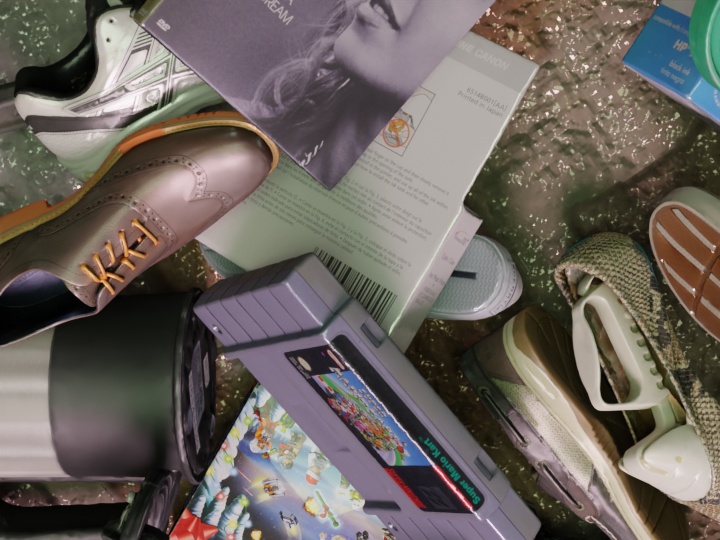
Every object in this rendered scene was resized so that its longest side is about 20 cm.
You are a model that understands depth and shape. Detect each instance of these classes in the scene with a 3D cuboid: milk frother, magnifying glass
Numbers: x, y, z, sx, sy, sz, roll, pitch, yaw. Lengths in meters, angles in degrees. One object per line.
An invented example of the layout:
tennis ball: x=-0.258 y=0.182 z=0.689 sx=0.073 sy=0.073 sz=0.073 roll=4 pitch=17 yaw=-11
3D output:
milk frother: x=-0.188 y=0.103 z=0.746 sx=0.188 sy=0.200 sz=0.181 roll=-1 pitch=94 yaw=3
magnifying glass: x=0.252 y=-0.110 z=0.694 sx=0.200 sy=0.022 sz=0.080 roll=16 pitch=109 yaw=-33

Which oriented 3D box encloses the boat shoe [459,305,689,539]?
boat shoe: x=0.134 y=0.110 z=0.807 sx=0.065 sy=0.073 sz=0.200 roll=-25 pitch=107 yaw=32

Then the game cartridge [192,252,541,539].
game cartridge: x=0.001 y=0.080 z=0.725 sx=0.038 sy=0.130 sz=0.200 roll=-46 pitch=105 yaw=-22

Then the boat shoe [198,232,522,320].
boat shoe: x=0.000 y=0.000 z=0.785 sx=0.200 sy=0.067 sz=0.074 roll=15 pitch=85 yaw=22

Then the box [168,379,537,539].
box: x=-0.006 y=0.164 z=0.833 sx=0.200 sy=0.040 sz=0.137 roll=29 pitch=102 yaw=-3

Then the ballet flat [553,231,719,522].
ballet flat: x=0.168 y=0.074 z=0.771 sx=0.075 sy=0.068 sz=0.200 roll=-21 pitch=82 yaw=-36

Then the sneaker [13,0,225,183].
sneaker: x=-0.102 y=-0.130 z=0.704 sx=0.200 sy=0.076 sz=0.088 roll=-41 pitch=124 yaw=10

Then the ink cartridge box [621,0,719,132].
ink cartridge box: x=0.253 y=-0.165 z=0.720 sx=0.116 sy=0.068 sz=0.200 roll=25 pitch=103 yaw=-34

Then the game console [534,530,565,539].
game console: x=0.097 y=0.273 z=0.788 sx=0.170 sy=0.118 sz=0.200 roll=21 pitch=113 yaw=-7

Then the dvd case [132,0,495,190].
dvd case: x=0.004 y=-0.155 z=0.651 sx=0.200 sy=0.016 sz=0.149 roll=-50 pitch=131 yaw=1

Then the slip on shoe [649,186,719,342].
slip on shoe: x=0.247 y=0.020 z=0.724 sx=0.200 sy=0.076 sz=0.061 roll=41 pitch=61 yaw=3

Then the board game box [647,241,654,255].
board game box: x=0.280 y=0.024 z=0.781 sx=0.199 sy=0.062 sz=0.201 roll=-8 pitch=101 yaw=6

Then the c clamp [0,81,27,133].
c clamp: x=-0.178 y=-0.142 z=0.713 sx=0.200 sy=0.027 sz=0.171 roll=-17 pitch=141 yaw=-32

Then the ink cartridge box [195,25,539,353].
ink cartridge box: x=-0.018 y=-0.075 z=0.745 sx=0.200 sy=0.045 sz=0.176 roll=31 pitch=93 yaw=22

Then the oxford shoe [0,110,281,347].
oxford shoe: x=-0.127 y=-0.016 z=0.704 sx=0.200 sy=0.073 sz=0.071 roll=-29 pitch=130 yaw=20
